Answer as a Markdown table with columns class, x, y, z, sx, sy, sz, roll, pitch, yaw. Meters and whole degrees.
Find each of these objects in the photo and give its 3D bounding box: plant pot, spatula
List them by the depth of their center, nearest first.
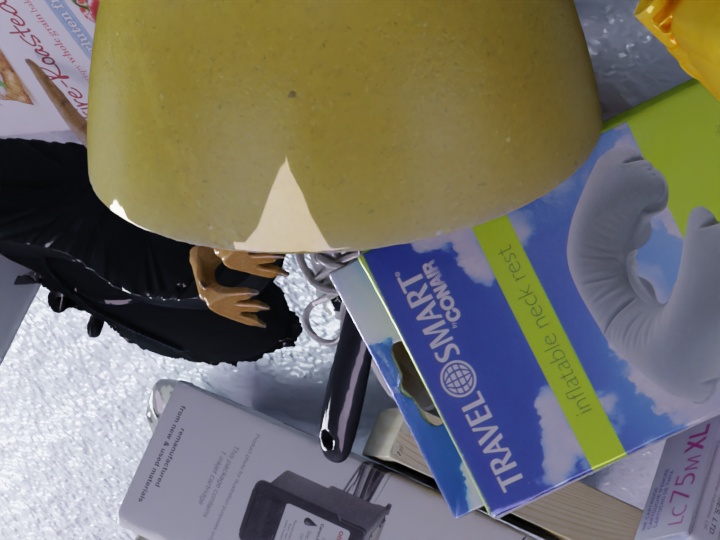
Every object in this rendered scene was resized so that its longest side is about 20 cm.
| class | x | y | z | sx | sy | sz | roll | pitch | yaw |
| --- | --- | --- | --- | --- | --- | --- | --- | --- | --- |
| plant pot | -0.013 | -0.114 | 0.882 | 0.200 | 0.200 | 0.142 | 7 | 121 | 24 |
| spatula | 0.000 | 0.000 | 1.034 | 0.057 | 0.021 | 0.200 | 34 | 130 | 40 |

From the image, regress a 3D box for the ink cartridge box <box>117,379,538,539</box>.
| class | x | y | z | sx | sy | sz | roll | pitch | yaw |
| --- | --- | --- | --- | --- | --- | --- | --- | --- | --- |
| ink cartridge box | -0.004 | 0.140 | 1.219 | 0.200 | 0.083 | 0.145 | 23 | 175 | 16 |

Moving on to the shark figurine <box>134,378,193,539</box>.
| class | x | y | z | sx | sy | sz | roll | pitch | yaw |
| --- | --- | --- | --- | --- | --- | --- | --- | --- | --- |
| shark figurine | -0.123 | 0.153 | 1.366 | 0.128 | 0.215 | 0.089 | 15 | -161 | -41 |

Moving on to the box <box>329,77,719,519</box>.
| class | x | y | z | sx | sy | sz | roll | pitch | yaw |
| --- | --- | --- | --- | --- | --- | --- | --- | --- | --- |
| box | 0.095 | 0.010 | 0.926 | 0.200 | 0.048 | 0.122 | -27 | 90 | 14 |

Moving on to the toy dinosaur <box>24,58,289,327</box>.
| class | x | y | z | sx | sy | sz | roll | pitch | yaw |
| --- | --- | --- | --- | --- | --- | --- | --- | --- | --- |
| toy dinosaur | -0.051 | -0.036 | 0.988 | 0.200 | 0.106 | 0.060 | -2 | 145 | 17 |

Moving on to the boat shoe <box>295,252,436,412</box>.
| class | x | y | z | sx | sy | sz | roll | pitch | yaw |
| --- | --- | --- | --- | --- | --- | --- | --- | --- | --- |
| boat shoe | 0.004 | -0.003 | 1.087 | 0.074 | 0.086 | 0.202 | 7 | 143 | 24 |

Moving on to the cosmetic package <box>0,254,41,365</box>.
| class | x | y | z | sx | sy | sz | roll | pitch | yaw |
| --- | --- | --- | --- | --- | --- | --- | --- | --- | --- |
| cosmetic package | -0.287 | -0.005 | 1.193 | 0.200 | 0.167 | 0.167 | 39 | 143 | -22 |

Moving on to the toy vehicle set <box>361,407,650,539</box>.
| class | x | y | z | sx | sy | sz | roll | pitch | yaw |
| --- | --- | --- | --- | --- | --- | --- | --- | --- | --- |
| toy vehicle set | 0.067 | 0.105 | 1.165 | 0.124 | 0.027 | 0.200 | 25 | 175 | -2 |

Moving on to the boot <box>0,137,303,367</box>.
| class | x | y | z | sx | sy | sz | roll | pitch | yaw |
| --- | --- | --- | --- | --- | --- | --- | --- | --- | --- |
| boot | -0.082 | 0.001 | 1.109 | 0.198 | 0.073 | 0.162 | 10 | 163 | 35 |

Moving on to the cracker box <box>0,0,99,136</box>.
| class | x | y | z | sx | sy | sz | roll | pitch | yaw |
| --- | --- | --- | --- | --- | --- | --- | --- | --- | --- |
| cracker box | -0.160 | -0.125 | 1.048 | 0.200 | 0.058 | 0.134 | -3 | 138 | 35 |

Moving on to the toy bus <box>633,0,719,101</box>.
| class | x | y | z | sx | sy | sz | roll | pitch | yaw |
| --- | --- | --- | --- | --- | --- | --- | --- | --- | --- |
| toy bus | 0.191 | -0.115 | 0.781 | 0.136 | 0.200 | 0.192 | 40 | 179 | -21 |

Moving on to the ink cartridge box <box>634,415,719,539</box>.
| class | x | y | z | sx | sy | sz | roll | pitch | yaw |
| --- | --- | --- | --- | --- | --- | --- | --- | --- | --- |
| ink cartridge box | 0.215 | 0.136 | 1.115 | 0.200 | 0.119 | 0.042 | 42 | 141 | -25 |
